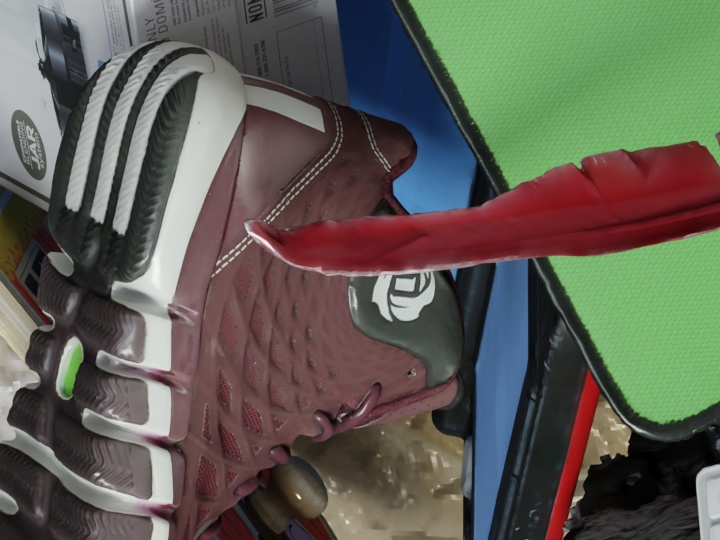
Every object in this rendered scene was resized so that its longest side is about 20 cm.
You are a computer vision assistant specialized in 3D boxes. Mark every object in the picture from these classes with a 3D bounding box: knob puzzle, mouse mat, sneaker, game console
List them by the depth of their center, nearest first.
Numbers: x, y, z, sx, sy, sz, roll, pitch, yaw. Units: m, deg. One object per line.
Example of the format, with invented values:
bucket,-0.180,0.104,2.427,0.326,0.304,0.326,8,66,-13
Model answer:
mouse mat,0.114,-0.070,0.722,0.161,0.200,0.008,62,171,2
sneaker,-0.029,0.049,0.743,0.076,0.115,0.200,33,110,53
game console,0.000,0.000,0.829,0.118,0.173,0.200,5,140,-3
knob puzzle,-0.041,0.045,0.871,0.030,0.220,0.220,-38,95,5

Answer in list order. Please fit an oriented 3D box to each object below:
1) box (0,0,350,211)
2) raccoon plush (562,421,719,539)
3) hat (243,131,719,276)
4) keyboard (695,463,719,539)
box,-0.085,-0.083,0.827,0.200,0.060,0.117,29,133,50
raccoon plush,0.132,0.107,0.742,0.200,0.097,0.134,19,142,60
hat,0.115,0.014,0.630,0.166,0.176,0.200,57,168,-12
keyboard,0.106,0.136,0.659,0.056,0.011,0.200,-16,69,35
